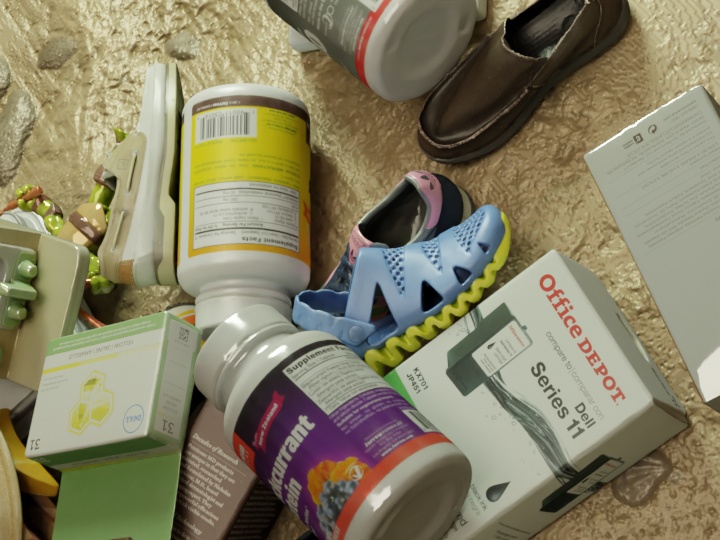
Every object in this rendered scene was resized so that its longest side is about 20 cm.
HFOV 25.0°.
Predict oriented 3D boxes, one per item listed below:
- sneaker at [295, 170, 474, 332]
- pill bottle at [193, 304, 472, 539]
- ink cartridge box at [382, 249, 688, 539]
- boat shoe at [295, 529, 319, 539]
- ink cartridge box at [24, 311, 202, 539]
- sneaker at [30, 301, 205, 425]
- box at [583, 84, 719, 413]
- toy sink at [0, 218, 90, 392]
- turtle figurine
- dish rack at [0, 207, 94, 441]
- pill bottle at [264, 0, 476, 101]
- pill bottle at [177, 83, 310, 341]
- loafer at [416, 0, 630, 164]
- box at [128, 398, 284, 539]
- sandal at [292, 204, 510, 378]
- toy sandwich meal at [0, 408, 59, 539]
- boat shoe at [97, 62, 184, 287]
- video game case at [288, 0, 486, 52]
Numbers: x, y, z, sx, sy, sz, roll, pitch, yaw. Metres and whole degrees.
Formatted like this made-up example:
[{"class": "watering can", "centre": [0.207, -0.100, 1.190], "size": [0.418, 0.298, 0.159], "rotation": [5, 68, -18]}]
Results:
[{"class": "sneaker", "centre": [0.000, 0.000, 1.282], "size": [0.070, 0.082, 0.200], "rotation": [43, 98, 32]}, {"class": "pill bottle", "centre": [-0.026, 0.113, 1.146], "size": [0.200, 0.111, 0.112], "rotation": [40, 96, 31]}, {"class": "ink cartridge box", "centre": [0.114, 0.103, 1.186], "size": [0.200, 0.083, 0.147], "rotation": [-38, 61, 14]}, {"class": "boat shoe", "centre": [-0.052, 0.248, 1.249], "size": [0.200, 0.062, 0.075], "rotation": [-40, 62, 14]}, {"class": "ink cartridge box", "centre": [-0.199, 0.142, 1.259], "size": [0.145, 0.048, 0.201], "rotation": [-13, 58, 38]}, {"class": "sneaker", "centre": [-0.192, 0.114, 1.361], "size": [0.200, 0.070, 0.090], "rotation": [-37, 58, 12]}, {"class": "box", "centre": [0.253, -0.005, 1.119], "size": [0.097, 0.124, 0.201], "rotation": [-31, 62, 18]}, {"class": "toy sink", "centre": [-0.344, 0.016, 1.374], "size": [0.199, 0.112, 0.131], "rotation": [17, 94, 40]}, {"class": "turtle figurine", "centre": [-0.229, -0.035, 1.430], "size": [0.161, 0.064, 0.200], "rotation": [-49, 51, -1]}, {"class": "dish rack", "centre": [-0.332, 0.052, 1.474], "size": [0.171, 0.044, 0.200], "rotation": [-41, 61, 12]}, {"class": "pill bottle", "centre": [-0.011, -0.234, 1.316], "size": [0.200, 0.114, 0.114], "rotation": [41, 97, 32]}, {"class": "pill bottle", "centre": [-0.095, -0.043, 1.331], "size": [0.109, 0.109, 0.201], "rotation": [-9, 71, 26]}, {"class": "loafer", "centre": [0.116, -0.166, 1.274], "size": [0.200, 0.071, 0.073], "rotation": [-42, 60, 12]}, {"class": "box", "centre": [-0.117, 0.193, 1.272], "size": [0.075, 0.100, 0.201], "rotation": [31, 91, 19]}, {"class": "sandal", "centre": [0.026, 0.015, 1.219], "size": [0.200, 0.080, 0.087], "rotation": [-40, 101, 7]}, {"class": "toy sandwich meal", "centre": [-0.311, 0.209, 1.386], "size": [0.205, 0.070, 0.206], "rotation": [2, 92, 52]}, {"class": "boat shoe", "centre": [-0.183, -0.084, 1.361], "size": [0.068, 0.075, 0.201], "rotation": [-1, 67, 4]}, {"class": "video game case", "centre": [0.024, -0.295, 1.393], "size": [0.181, 0.023, 0.201], "rotation": [-6, 72, 27]}]
